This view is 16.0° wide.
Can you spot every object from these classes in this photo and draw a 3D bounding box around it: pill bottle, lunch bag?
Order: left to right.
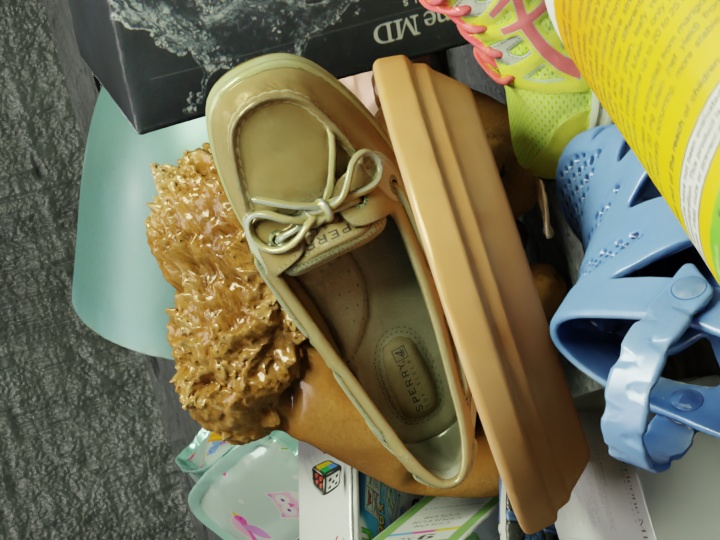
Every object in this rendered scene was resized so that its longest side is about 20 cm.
[{"bbox_3d":[-0.009,0.131,1.471,0.170,0.122,0.200,40,175,-8],"label":"lunch bag"},{"bbox_3d":[0.118,-0.073,0.727,0.200,0.111,0.111,-117,16,-44],"label":"pill bottle"}]

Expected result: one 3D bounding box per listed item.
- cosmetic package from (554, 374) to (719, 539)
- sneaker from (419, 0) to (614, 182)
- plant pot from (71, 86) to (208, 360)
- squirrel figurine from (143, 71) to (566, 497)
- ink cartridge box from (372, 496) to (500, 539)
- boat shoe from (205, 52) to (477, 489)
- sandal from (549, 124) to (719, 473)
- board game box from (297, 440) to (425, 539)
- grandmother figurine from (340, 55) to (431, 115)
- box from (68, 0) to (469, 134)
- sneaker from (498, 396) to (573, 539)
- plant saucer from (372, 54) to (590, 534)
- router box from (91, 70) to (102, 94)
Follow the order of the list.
[{"bbox_3d":[0.136,0.148,1.097,0.151,0.052,0.201,160,94,-80],"label":"cosmetic package"},{"bbox_3d":[0.052,-0.122,1.041,0.078,0.090,0.201,-127,22,-57],"label":"sneaker"},{"bbox_3d":[-0.068,-0.060,1.477,0.201,0.200,0.162,-127,35,-62],"label":"plant pot"},{"bbox_3d":[0.000,-0.004,1.205,0.142,0.199,0.187,-103,19,-44],"label":"squirrel figurine"},{"bbox_3d":[0.051,0.171,1.268,0.200,0.059,0.104,-31,-71,-65],"label":"ink cartridge box"},{"bbox_3d":[-0.002,0.002,1.067,0.063,0.073,0.201,-113,0,-61],"label":"boat shoe"},{"bbox_3d":[0.108,0.009,0.957,0.200,0.087,0.080,-119,15,-56],"label":"sandal"},{"bbox_3d":[0.012,0.187,1.291,0.126,0.035,0.201,35,-130,-58],"label":"board game box"},{"bbox_3d":[0.021,-0.067,1.358,0.121,0.060,0.201,36,144,55],"label":"grandmother figurine"},{"bbox_3d":[-0.037,-0.189,1.107,0.117,0.196,0.201,-130,26,-62],"label":"box"},{"bbox_3d":[0.098,0.151,1.223,0.077,0.075,0.201,-148,45,-67],"label":"sneaker"},{"bbox_3d":[0.052,0.006,1.035,0.200,0.037,0.201,-18,-90,-87],"label":"plant saucer"},{"bbox_3d":[-0.097,-0.198,1.512,0.051,0.149,0.200,-119,17,-46],"label":"router box"}]
